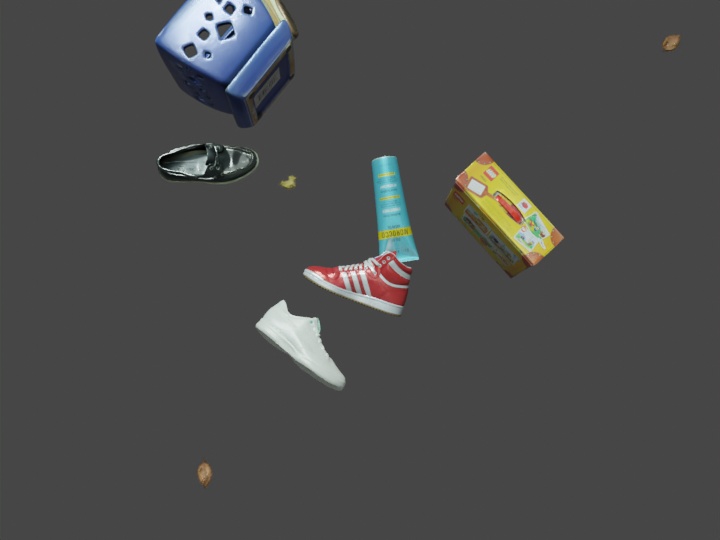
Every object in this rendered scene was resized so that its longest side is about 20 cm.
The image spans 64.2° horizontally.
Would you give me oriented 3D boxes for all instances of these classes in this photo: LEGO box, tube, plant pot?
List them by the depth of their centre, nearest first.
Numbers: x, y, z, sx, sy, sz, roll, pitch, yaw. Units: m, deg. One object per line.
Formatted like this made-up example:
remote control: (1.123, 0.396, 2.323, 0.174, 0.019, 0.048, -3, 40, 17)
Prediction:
LEGO box: (0.253, -0.094, 1.047, 0.077, 0.149, 0.201, -40, 83, -6)
plant pot: (-0.234, -0.400, 1.078, 0.179, 0.200, 0.201, 37, 82, 0)
tube: (0.060, -0.115, 1.107, 0.076, 0.050, 0.204, -9, 87, 8)

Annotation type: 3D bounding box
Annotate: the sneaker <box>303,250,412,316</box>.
sneaker: (0.000, 0.000, 1.063, 0.197, 0.071, 0.114, 20, 94, -5)

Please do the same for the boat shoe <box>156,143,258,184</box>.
boat shoe: (-0.298, -0.212, 1.108, 0.195, 0.066, 0.076, 0, 80, 0)

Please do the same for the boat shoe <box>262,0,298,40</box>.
boat shoe: (-0.197, -0.536, 1.168, 0.075, 0.072, 0.202, -32, 74, 9)

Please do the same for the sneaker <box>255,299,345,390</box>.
sneaker: (-0.093, 0.133, 1.054, 0.199, 0.075, 0.089, 39, 71, 7)
